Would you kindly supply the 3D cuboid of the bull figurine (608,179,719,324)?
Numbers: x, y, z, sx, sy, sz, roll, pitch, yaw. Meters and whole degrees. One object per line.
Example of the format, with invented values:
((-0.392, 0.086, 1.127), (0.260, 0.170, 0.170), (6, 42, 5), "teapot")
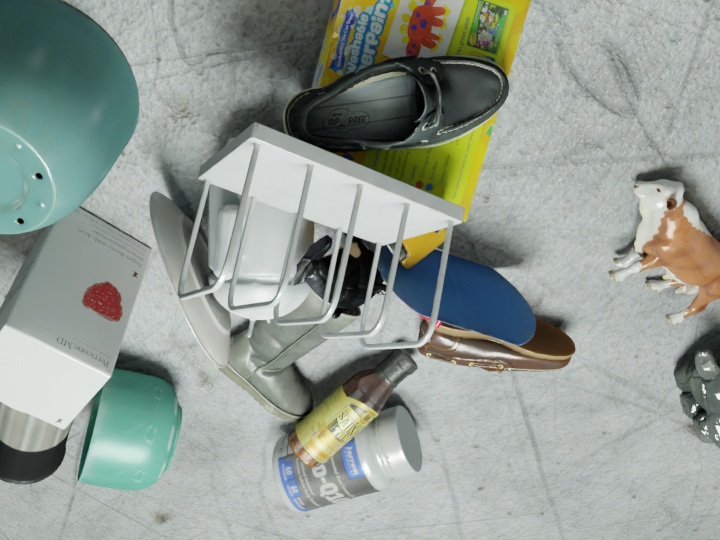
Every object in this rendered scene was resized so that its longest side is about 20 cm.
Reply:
((0.359, -0.019, 0.878), (0.199, 0.066, 0.121), (34, 128, -23), "bull figurine")

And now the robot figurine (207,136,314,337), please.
((-0.104, -0.037, 0.806), (0.111, 0.169, 0.204), (6, 99, 23), "robot figurine")

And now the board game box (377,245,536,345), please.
((0.101, 0.035, 0.864), (0.197, 0.159, 0.039), (17, 119, -14), "board game box")

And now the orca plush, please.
((0.000, 0.000, 0.831), (0.070, 0.107, 0.200), (12, 168, 18), "orca plush")

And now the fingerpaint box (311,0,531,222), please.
((0.041, -0.166, 0.694), (0.164, 0.073, 0.204), (13, 99, -11), "fingerpaint box")

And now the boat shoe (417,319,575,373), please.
((0.170, 0.095, 0.978), (0.196, 0.071, 0.071), (13, 124, 1), "boat shoe")

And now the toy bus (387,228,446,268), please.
((0.016, -0.097, 0.799), (0.065, 0.078, 0.201), (-38, 125, -3), "toy bus")

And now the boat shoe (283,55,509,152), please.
((0.035, -0.137, 0.626), (0.195, 0.066, 0.076), (-6, 100, -8), "boat shoe")

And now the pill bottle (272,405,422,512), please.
((-0.018, 0.269, 1.102), (0.197, 0.115, 0.114), (-21, 128, 18), "pill bottle")

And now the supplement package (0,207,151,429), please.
((-0.331, 0.047, 0.858), (0.120, 0.202, 0.120), (32, 125, -25), "supplement package")

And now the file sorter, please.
((-0.038, -0.015, 0.652), (0.197, 0.127, 0.138), (18, 166, -26), "file sorter")

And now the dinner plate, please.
((-0.175, 0.007, 0.827), (0.024, 0.201, 0.202), (-21, 129, 1), "dinner plate")

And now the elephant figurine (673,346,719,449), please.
((0.522, 0.139, 0.989), (0.197, 0.155, 0.144), (-18, 87, 3), "elephant figurine")

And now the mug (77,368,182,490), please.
((-0.311, 0.211, 1.051), (0.113, 0.185, 0.154), (15, 108, -19), "mug")

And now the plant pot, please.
((-0.328, -0.133, 0.728), (0.196, 0.163, 0.203), (1, 132, 1), "plant pot")

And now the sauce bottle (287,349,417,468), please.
((-0.009, 0.180, 1.027), (0.200, 0.066, 0.066), (-44, 121, 8), "sauce bottle")

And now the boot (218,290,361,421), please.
((-0.072, 0.099, 0.995), (0.199, 0.073, 0.181), (-40, 122, 22), "boot")

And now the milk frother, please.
((-0.474, 0.207, 1.003), (0.178, 0.202, 0.189), (22, 128, -13), "milk frother")
